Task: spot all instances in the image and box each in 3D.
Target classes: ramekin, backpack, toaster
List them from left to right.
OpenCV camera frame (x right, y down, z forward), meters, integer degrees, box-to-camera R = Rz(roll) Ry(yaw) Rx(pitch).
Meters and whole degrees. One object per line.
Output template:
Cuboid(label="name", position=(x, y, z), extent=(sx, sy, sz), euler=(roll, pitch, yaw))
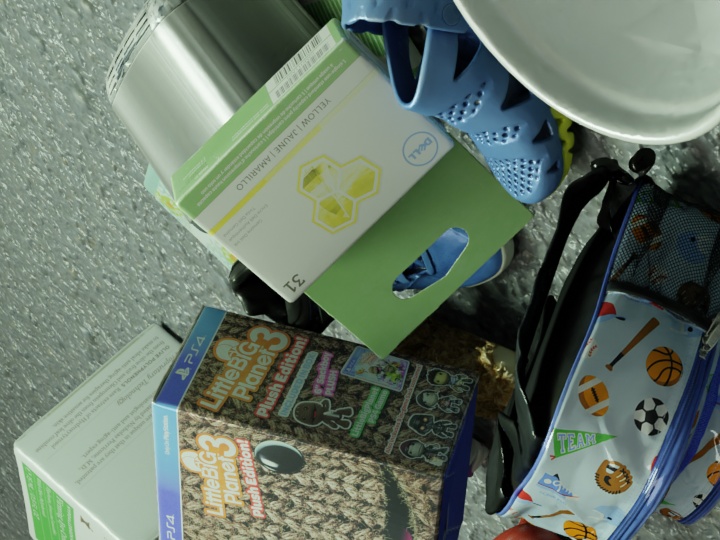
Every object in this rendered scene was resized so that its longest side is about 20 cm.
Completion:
Cuboid(label="toaster", position=(-0.086, -0.121, 1.185), extent=(0.129, 0.114, 0.200), euler=(51, 152, 3))
Cuboid(label="backpack", position=(0.152, 0.068, 1.032), extent=(0.154, 0.191, 0.200), euler=(26, 150, 9))
Cuboid(label="ramekin", position=(0.131, -0.169, 0.841), extent=(0.200, 0.105, 0.201), euler=(37, 151, 24))

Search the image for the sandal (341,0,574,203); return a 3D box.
Cuboid(label="sandal", position=(0.052, -0.118, 1.058), extent=(0.200, 0.087, 0.079), euler=(55, 151, -16))

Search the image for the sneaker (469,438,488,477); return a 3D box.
Cuboid(label="sneaker", position=(0.034, 0.149, 1.354), extent=(0.080, 0.089, 0.200), euler=(19, 171, 27))

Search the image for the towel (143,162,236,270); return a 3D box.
Cuboid(label="towel", position=(-0.089, -0.055, 1.405), extent=(0.171, 0.048, 0.200), euler=(47, 154, 7))

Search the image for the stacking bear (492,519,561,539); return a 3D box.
Cuboid(label="stacking bear", position=(0.165, 0.290, 1.412), extent=(0.200, 0.121, 0.114), euler=(55, 157, 5))

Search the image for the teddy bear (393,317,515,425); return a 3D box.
Cuboid(label="teddy bear", position=(0.069, 0.075, 1.280), extent=(0.199, 0.067, 0.145), euler=(20, 177, 36))

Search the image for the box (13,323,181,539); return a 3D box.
Cuboid(label="box", position=(-0.209, 0.208, 1.771), extent=(0.171, 0.200, 0.199), euler=(37, 151, 19))

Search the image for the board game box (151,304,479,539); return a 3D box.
Cuboid(label="board game box", position=(-0.031, 0.133, 1.226), extent=(0.199, 0.097, 0.160), euler=(13, 134, 12))

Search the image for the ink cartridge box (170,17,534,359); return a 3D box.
Cuboid(label="ink cartridge box", position=(0.002, -0.038, 1.115), extent=(0.200, 0.145, 0.048), euler=(42, -169, -26))

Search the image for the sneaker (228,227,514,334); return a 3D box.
Cuboid(label="sneaker", position=(0.000, 0.001, 1.226), extent=(0.199, 0.111, 0.077), euler=(5, 125, 34))

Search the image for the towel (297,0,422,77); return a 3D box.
Cuboid(label="towel", position=(-0.044, -0.197, 1.173), extent=(0.152, 0.023, 0.200), euler=(-5, 120, 59))
